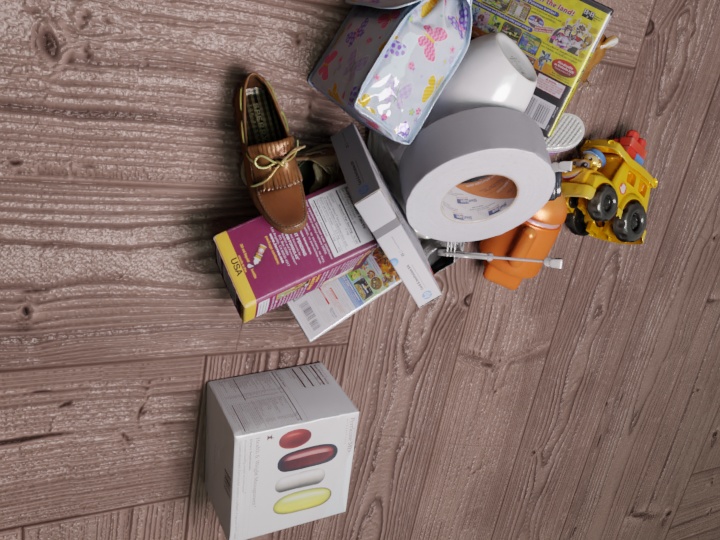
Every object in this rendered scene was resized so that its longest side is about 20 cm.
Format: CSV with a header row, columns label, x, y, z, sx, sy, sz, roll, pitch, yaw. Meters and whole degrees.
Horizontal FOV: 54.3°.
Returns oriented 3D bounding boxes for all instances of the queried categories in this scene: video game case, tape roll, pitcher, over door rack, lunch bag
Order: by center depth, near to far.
label,x,y,z,sx,sy,sz,roll,pitch,yaw
lunch bag,0.041,-0.289,0.901,0.126,0.170,0.202,31,97,-33
tape roll,0.149,-0.119,0.917,0.194,0.068,0.202,-6,151,-3
pitcher,0.147,-0.221,0.956,0.199,0.123,0.171,-40,173,36
video game case,0.219,-0.314,0.978,0.025,0.197,0.184,-35,152,-59
video game case,-0.030,-0.010,1.035,0.197,0.018,0.145,-32,86,-14
over door rack,0.213,-0.085,1.039,0.066,0.195,0.152,-8,102,-60

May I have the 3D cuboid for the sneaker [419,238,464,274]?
label,x,y,z,sx,sy,sz,roll,pitch,yaw
sneaker,0.153,-0.048,1.141,0.199,0.082,0.075,-43,128,-6

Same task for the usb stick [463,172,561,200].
label,x,y,z,sx,sy,sz,roll,pitch,yaw
usb stick,0.211,-0.136,1.092,0.033,0.194,0.057,7,85,-76

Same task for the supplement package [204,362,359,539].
label,x,y,z,sx,sy,sz,roll,pitch,yaw
supplement package,-0.127,0.275,1.086,0.195,0.147,0.196,-6,116,-28

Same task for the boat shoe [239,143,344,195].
label,x,y,z,sx,sy,sz,roll,pitch,yaw
boat shoe,-0.067,-0.129,0.972,0.195,0.074,0.078,-7,117,-28

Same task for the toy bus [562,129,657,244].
label,x,y,z,sx,sy,sz,roll,pitch,yaw
toy bus,0.431,-0.163,1.237,0.197,0.135,0.196,25,86,-35

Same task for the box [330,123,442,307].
label,x,y,z,sx,sy,sz,roll,pitch,yaw
box,0.034,-0.071,0.922,0.040,0.158,0.201,-28,132,9

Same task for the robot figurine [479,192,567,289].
label,x,y,z,sx,sy,sz,roll,pitch,yaw
robot figurine,0.270,-0.071,1.172,0.142,0.116,0.204,-10,132,-43

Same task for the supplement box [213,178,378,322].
label,x,y,z,sx,sy,sz,roll,pitch,yaw
supplement box,-0.090,-0.025,0.948,0.196,0.131,0.105,-25,82,-16

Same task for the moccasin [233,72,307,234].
label,x,y,z,sx,sy,sz,roll,pitch,yaw
moccasin,-0.108,-0.145,0.870,0.072,0.078,0.207,-8,77,-14

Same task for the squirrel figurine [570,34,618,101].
label,x,y,z,sx,sy,sz,roll,pitch,yaw
squirrel figurine,0.305,-0.351,1.058,0.183,0.141,0.205,-22,126,-28

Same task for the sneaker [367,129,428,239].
label,x,y,z,sx,sy,sz,roll,pitch,yaw
sneaker,0.073,-0.138,1.039,0.074,0.100,0.203,-29,124,-12

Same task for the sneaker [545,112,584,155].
label,x,y,z,sx,sy,sz,roll,pitch,yaw
sneaker,0.247,-0.210,1.128,0.194,0.114,0.075,4,92,1
